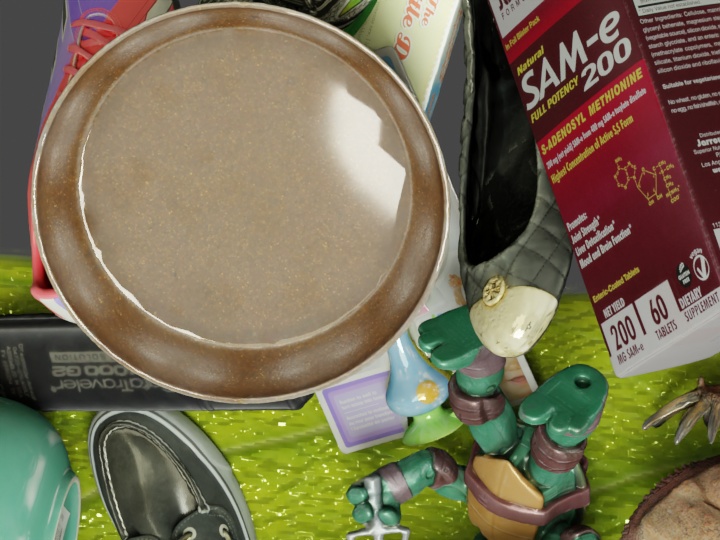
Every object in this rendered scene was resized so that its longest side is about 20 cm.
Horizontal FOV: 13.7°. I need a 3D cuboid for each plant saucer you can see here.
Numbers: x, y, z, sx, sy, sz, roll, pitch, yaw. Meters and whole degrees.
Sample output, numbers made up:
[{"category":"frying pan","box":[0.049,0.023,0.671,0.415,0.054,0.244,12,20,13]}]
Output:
[{"category":"plant saucer","box":[-0.057,-0.035,1.434,0.199,0.035,0.201,1,110,2]}]

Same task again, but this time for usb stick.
[{"category":"usb stick","box":[-0.115,0.046,1.531,0.199,0.033,0.056,-2,112,26]}]

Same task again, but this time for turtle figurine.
[{"category":"turtle figurine","box":[0.070,0.114,1.492,0.149,0.101,0.200,17,135,14]}]

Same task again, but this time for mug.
[{"category":"mug","box":[-0.209,0.145,1.514,0.114,0.185,0.152,10,122,3]}]

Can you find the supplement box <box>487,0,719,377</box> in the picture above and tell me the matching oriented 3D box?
[{"category":"supplement box","box":[0.134,-0.064,1.384,0.061,0.109,0.201,-11,75,-29]}]

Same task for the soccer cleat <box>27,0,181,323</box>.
[{"category":"soccer cleat","box":[-0.131,-0.073,1.493,0.068,0.073,0.201,2,86,24]}]

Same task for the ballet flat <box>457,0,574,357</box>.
[{"category":"ballet flat","box":[0.065,-0.052,1.444,0.066,0.057,0.201,-20,58,36]}]

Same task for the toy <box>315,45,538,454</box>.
[{"category":"toy","box":[0.000,0.000,1.498,0.115,0.047,0.200,-17,112,21]}]

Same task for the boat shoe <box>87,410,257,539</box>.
[{"category":"boat shoe","box":[-0.084,0.158,1.560,0.068,0.057,0.200,-26,97,14]}]

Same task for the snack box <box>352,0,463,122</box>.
[{"category":"snack box","box":[0.003,-0.168,1.487,0.116,0.037,0.201,19,104,6]}]

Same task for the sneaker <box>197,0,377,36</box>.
[{"category":"sneaker","box":[-0.013,-0.162,1.427,0.078,0.085,0.200,42,106,-1]}]

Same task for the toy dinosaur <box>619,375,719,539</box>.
[{"category":"toy dinosaur","box":[0.173,0.119,1.466,0.136,0.200,0.086,52,146,-1]}]
